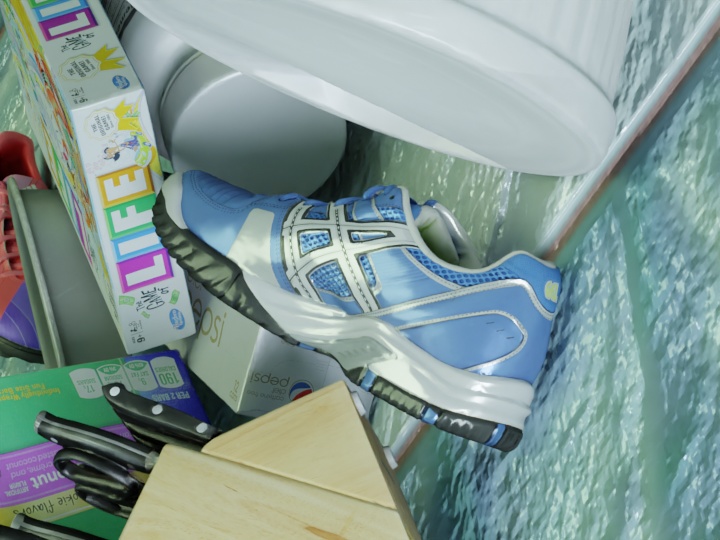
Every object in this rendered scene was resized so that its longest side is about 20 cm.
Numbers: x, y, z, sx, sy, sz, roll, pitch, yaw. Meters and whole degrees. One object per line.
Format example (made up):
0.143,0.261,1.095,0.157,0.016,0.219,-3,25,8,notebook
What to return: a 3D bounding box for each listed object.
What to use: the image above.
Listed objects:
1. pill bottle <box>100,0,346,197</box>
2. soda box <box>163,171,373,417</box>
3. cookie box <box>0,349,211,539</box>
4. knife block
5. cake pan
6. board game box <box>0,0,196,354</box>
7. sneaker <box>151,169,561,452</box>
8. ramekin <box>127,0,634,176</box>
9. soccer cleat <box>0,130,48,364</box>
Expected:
-0.066,-0.116,1.368,0.111,0.110,0.200,-63,28,30,pill bottle
-0.051,0.011,1.334,0.200,0.063,0.069,36,112,65,soda box
-0.124,0.144,1.238,0.201,0.170,0.075,64,144,27,cookie box
-0.059,0.128,1.131,0.201,0.175,0.064,66,-176,36,knife block
-0.134,0.048,1.435,0.200,0.036,0.202,166,90,-82,cake pan
-0.127,-0.074,1.329,0.200,0.034,0.135,-119,15,-51,board game box
0.000,0.000,1.168,0.199,0.076,0.077,28,94,32,sneaker
0.013,-0.116,1.098,0.202,0.201,0.095,2,70,66,ramekin
-0.199,-0.013,1.680,0.074,0.068,0.200,-65,24,19,soccer cleat
